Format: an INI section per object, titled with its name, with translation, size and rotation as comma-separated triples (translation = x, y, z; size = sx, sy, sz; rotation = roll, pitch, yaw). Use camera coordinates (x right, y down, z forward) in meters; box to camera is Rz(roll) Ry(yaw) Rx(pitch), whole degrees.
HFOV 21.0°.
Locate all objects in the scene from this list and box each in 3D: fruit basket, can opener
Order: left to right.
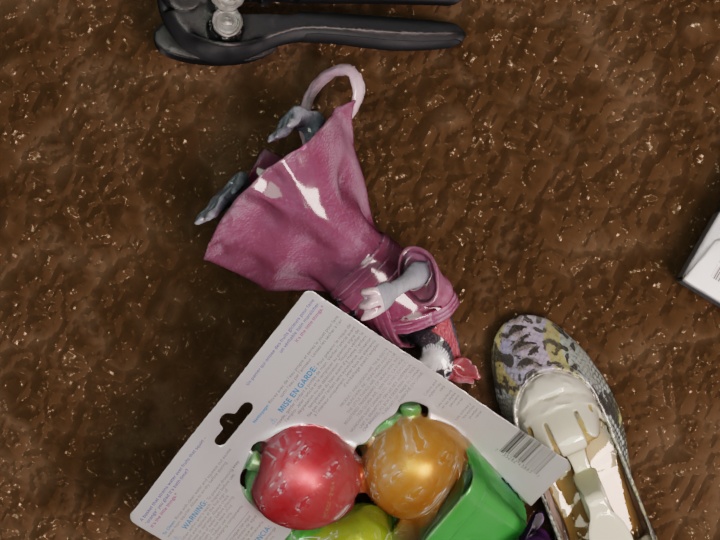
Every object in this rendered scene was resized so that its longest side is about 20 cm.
[can opener]
translation = -0.030, -0.164, 1.206
size = 0.198, 0.079, 0.064
rotation = -5, 94, -8
[fruit basket]
translation = -0.006, 0.128, 1.158
size = 0.199, 0.094, 0.186
rotation = 34, 108, -13

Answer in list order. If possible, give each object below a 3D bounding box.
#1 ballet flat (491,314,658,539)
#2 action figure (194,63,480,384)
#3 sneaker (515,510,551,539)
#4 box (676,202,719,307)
[ballet flat]
translation = 0.137, 0.121, 1.192
size = 0.071, 0.072, 0.202
rotation = -22, 88, 2
[action figure]
translation = 0.000, 0.000, 1.204
size = 0.200, 0.134, 0.149
rotation = 41, 48, -10
[sneaker]
translation = 0.150, 0.229, 1.141
size = 0.200, 0.074, 0.088
rotation = 40, 95, -17
[box]
translation = 0.312, -0.041, 1.201
size = 0.155, 0.041, 0.201
rotation = 30, 91, 2
